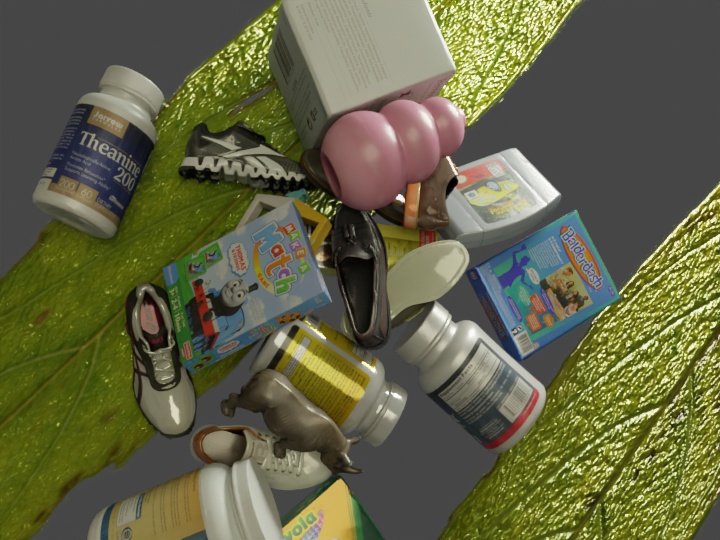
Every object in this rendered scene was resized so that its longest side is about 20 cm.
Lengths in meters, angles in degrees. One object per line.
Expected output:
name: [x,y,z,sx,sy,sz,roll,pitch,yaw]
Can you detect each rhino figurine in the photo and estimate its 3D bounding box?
rhino figurine: [-0.072,0.196,0.910,0.199,0.087,0.060,40,37,-12]

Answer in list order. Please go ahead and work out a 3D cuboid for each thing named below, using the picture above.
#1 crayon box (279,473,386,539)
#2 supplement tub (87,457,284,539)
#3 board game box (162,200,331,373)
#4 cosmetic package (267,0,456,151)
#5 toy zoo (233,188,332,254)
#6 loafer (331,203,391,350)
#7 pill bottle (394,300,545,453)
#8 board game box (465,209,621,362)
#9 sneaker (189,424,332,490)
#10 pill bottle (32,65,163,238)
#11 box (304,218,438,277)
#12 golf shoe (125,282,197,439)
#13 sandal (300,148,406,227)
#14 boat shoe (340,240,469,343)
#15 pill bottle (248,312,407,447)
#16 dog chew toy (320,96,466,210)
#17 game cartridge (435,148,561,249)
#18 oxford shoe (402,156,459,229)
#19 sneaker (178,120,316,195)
crayon box: [-0.071,0.376,0.946,0.198,0.058,0.120,-37,90,-17]
supplement tub: [-0.200,0.316,0.859,0.196,0.145,0.148,-22,85,0]
board game box: [-0.148,0.018,0.936,0.196,0.037,0.153,-26,56,4]
cosmetic package: [-0.005,-0.291,1.030,0.196,0.167,0.170,-23,86,-16]
toy zoo: [-0.123,-0.026,0.987,0.129,0.021,0.203,20,71,30]
loafer: [0.000,0.000,0.961,0.070,0.063,0.205,-14,74,13]
pill bottle: [0.146,0.142,1.013,0.199,0.120,0.120,42,73,-3]
board game box: [0.276,0.023,1.106,0.197,0.045,0.155,-26,87,-17]
sneaker: [-0.121,0.242,0.946,0.195,0.085,0.075,11,75,-13]
pill bottle: [-0.331,-0.155,0.951,0.109,0.111,0.204,22,75,-9]
box: [0.012,-0.026,1.046,0.194,0.050,0.077,6,77,-14]
golf shoe: [-0.259,0.115,0.933,0.075,0.088,0.205,-16,85,-17]
sandal: [0.007,-0.125,1.036,0.197,0.055,0.083,26,33,-16]
boat shoe: [0.062,0.028,1.005,0.200,0.060,0.073,-36,79,8]
pill bottle: [-0.040,0.142,0.969,0.198,0.112,0.114,35,74,-5]
dog chew toy: [0.048,-0.162,0.952,0.196,0.125,0.127,-26,86,-12]
game cartridge: [0.191,-0.104,1.077,0.196,0.041,0.134,-22,59,-21]
oxford shoe: [0.105,-0.145,1.040,0.071,0.072,0.205,6,66,6]
sneaker: [-0.150,-0.162,1.022,0.194,0.066,0.093,7,79,-11]
